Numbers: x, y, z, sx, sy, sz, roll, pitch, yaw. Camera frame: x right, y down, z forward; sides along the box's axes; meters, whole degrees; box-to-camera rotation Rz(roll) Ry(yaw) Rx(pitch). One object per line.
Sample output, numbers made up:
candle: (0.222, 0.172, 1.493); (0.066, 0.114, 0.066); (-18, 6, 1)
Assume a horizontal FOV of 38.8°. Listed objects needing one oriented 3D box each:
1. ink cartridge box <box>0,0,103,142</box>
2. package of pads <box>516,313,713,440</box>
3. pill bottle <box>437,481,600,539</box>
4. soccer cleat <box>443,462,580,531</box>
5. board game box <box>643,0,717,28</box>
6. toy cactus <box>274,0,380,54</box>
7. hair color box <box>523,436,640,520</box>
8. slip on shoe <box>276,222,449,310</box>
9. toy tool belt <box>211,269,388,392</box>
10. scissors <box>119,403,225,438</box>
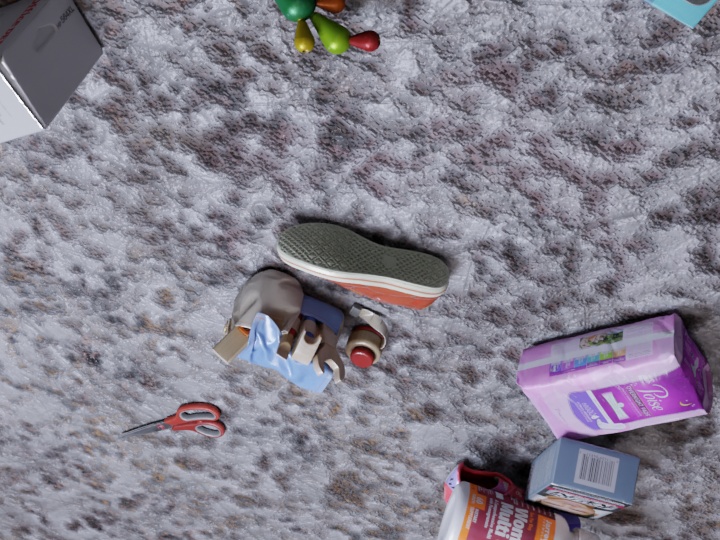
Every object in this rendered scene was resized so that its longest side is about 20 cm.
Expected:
ink cartridge box: (-0.381, -0.192, 1.028); (0.198, 0.147, 0.085); (-9, 130, 26)
package of pads: (0.294, 0.128, 1.184); (0.199, 0.076, 0.121); (-17, 130, 32)
pill bottle: (0.207, 0.360, 1.346); (0.198, 0.110, 0.110); (18, 137, 2)
soccer cleat: (0.213, 0.323, 1.418); (0.198, 0.067, 0.077); (16, 132, 5)
board game box: (0.256, -0.304, 0.781); (0.150, 0.047, 0.200); (26, 136, -8)
toy cactus: (-0.073, -0.271, 0.901); (0.164, 0.103, 0.200); (1, 144, 30)
hair color box: (0.274, 0.265, 1.283); (0.098, 0.061, 0.200); (14, 162, 4)
slip on shoe: (0.000, 0.000, 1.157); (0.198, 0.074, 0.061); (15, 140, -4)
toy tool belt: (-0.072, 0.097, 1.236); (0.199, 0.123, 0.125); (24, 137, -7)
scissors: (-0.289, 0.224, 1.517); (0.198, 0.014, 0.073); (-4, 135, 23)
